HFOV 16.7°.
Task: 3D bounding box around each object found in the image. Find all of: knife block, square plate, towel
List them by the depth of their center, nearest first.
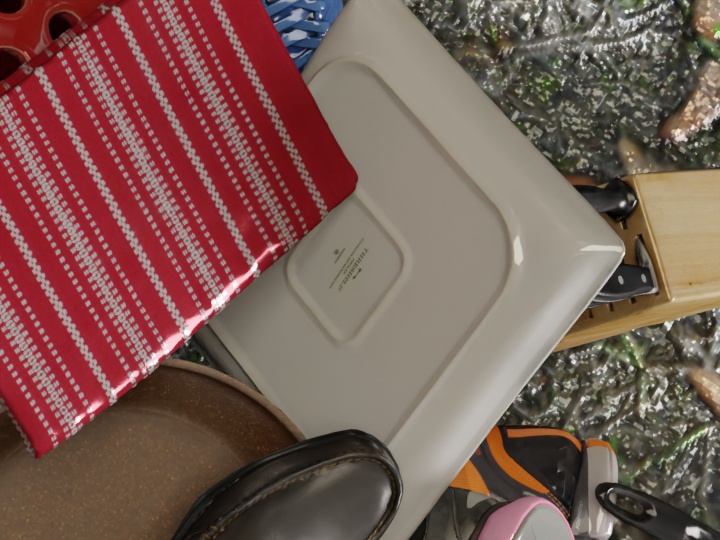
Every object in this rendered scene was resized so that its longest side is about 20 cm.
[{"bbox_3d":[-0.098,-0.036,1.038,0.200,0.022,0.145,-41,118,-24],"label":"towel"},{"bbox_3d":[0.000,0.000,1.118,0.198,0.028,0.200,50,116,30],"label":"square plate"},{"bbox_3d":[0.135,-0.010,1.161,0.199,0.176,0.064,-14,84,-11],"label":"knife block"}]

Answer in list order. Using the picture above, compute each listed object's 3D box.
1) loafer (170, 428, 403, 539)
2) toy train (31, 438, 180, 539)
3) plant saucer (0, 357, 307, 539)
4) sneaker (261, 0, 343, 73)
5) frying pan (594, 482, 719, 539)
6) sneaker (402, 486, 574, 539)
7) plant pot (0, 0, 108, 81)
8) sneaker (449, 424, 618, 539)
[{"bbox_3d":[-0.059,0.143,1.047,0.200,0.072,0.073,-38,106,-9],"label":"loafer"},{"bbox_3d":[-0.124,0.145,1.143,0.114,0.085,0.200,45,77,-3],"label":"toy train"},{"bbox_3d":[-0.105,0.136,1.091,0.199,0.037,0.202,-1,95,-17],"label":"plant saucer"},{"bbox_3d":[-0.040,-0.137,1.187,0.076,0.111,0.201,-9,82,-10],"label":"sneaker"},{"bbox_3d":[0.194,0.161,1.199,0.189,0.031,0.116,2,84,-21],"label":"frying pan"},{"bbox_3d":[0.023,0.188,1.117,0.095,0.079,0.201,19,84,36],"label":"sneaker"},{"bbox_3d":[-0.171,-0.101,1.120,0.200,0.200,0.183,30,71,-3],"label":"plant pot"},{"bbox_3d":[0.058,0.171,1.178,0.111,0.078,0.201,8,69,-3],"label":"sneaker"}]
